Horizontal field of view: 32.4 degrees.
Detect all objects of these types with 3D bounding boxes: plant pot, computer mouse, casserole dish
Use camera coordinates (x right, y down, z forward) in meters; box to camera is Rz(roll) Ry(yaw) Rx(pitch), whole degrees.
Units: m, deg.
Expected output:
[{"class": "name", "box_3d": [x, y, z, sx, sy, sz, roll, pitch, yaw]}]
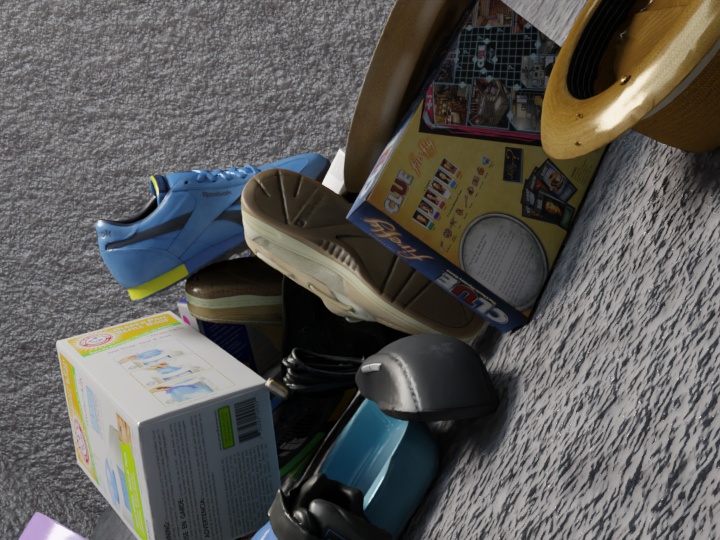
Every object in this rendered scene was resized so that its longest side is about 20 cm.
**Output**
[{"class": "plant pot", "box_3d": [0.042, -0.146, 0.899, 0.200, 0.027, 0.203, 24, -91, -81]}, {"class": "computer mouse", "box_3d": [0.007, 0.063, 0.807, 0.200, 0.138, 0.047, -163, 70, -82]}, {"class": "casserole dish", "box_3d": [0.006, 0.146, 0.849, 0.122, 0.039, 0.200, -57, 8, -3]}]

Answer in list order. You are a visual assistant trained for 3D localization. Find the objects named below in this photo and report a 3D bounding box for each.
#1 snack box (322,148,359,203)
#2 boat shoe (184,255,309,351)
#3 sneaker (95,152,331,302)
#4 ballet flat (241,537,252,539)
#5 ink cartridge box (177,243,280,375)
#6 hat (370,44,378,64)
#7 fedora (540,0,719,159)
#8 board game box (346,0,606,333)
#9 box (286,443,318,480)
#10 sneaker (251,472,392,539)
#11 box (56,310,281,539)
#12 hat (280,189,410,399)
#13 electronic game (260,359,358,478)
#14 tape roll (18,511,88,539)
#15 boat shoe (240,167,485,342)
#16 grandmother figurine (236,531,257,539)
[{"class": "snack box", "box_3d": [0.031, -0.048, 1.047, 0.199, 0.024, 0.073, 12, -71, -54]}, {"class": "boat shoe", "box_3d": [-0.060, 0.032, 1.016, 0.071, 0.198, 0.077, 30, 116, 43]}, {"class": "sneaker", "box_3d": [-0.114, -0.055, 0.976, 0.198, 0.079, 0.066, -30, 13, -15]}, {"class": "ballet flat", "box_3d": [-0.076, 0.229, 0.910, 0.070, 0.069, 0.200, -58, 10, -11]}, {"class": "ink cartridge box", "box_3d": [-0.102, 0.051, 1.071, 0.094, 0.037, 0.202, -36, -43, -29]}, {"class": "hat", "box_3d": [0.075, -0.109, 1.067, 0.201, 0.163, 0.178, 108, 177, -53]}, {"class": "fedora", "box_3d": [0.179, -0.124, 0.674, 0.202, 0.081, 0.201, -53, 14, 18]}, {"class": "board game box", "box_3d": [0.091, -0.079, 0.846, 0.202, 0.135, 0.035, -60, 11, -28]}, {"class": "box", "box_3d": [-0.049, 0.130, 1.248, 0.201, 0.048, 0.117, -56, 8, -5]}, {"class": "sneaker", "box_3d": [-0.027, 0.190, 0.675, 0.112, 0.076, 0.201, -56, 15, 19]}, {"class": "box", "box_3d": [-0.148, 0.118, 0.935, 0.199, 0.100, 0.115, 26, 127, 57]}, {"class": "hat", "box_3d": [0.020, 0.027, 0.993, 0.200, 0.080, 0.203, -36, -41, -38]}, {"class": "electronic game", "box_3d": [-0.067, 0.136, 1.094, 0.199, 0.042, 0.201, -41, -21, -19]}, {"class": "tape roll", "box_3d": [-0.183, 0.266, 0.952, 0.066, 0.199, 0.200, -58, 7, -18]}, {"class": "boat shoe", "box_3d": [0.000, 0.000, 0.883, 0.072, 0.198, 0.065, -50, -19, -36]}, {"class": "grandmother figurine", "box_3d": [-0.120, 0.218, 1.007, 0.122, 0.060, 0.200, -54, -17, 1]}]
